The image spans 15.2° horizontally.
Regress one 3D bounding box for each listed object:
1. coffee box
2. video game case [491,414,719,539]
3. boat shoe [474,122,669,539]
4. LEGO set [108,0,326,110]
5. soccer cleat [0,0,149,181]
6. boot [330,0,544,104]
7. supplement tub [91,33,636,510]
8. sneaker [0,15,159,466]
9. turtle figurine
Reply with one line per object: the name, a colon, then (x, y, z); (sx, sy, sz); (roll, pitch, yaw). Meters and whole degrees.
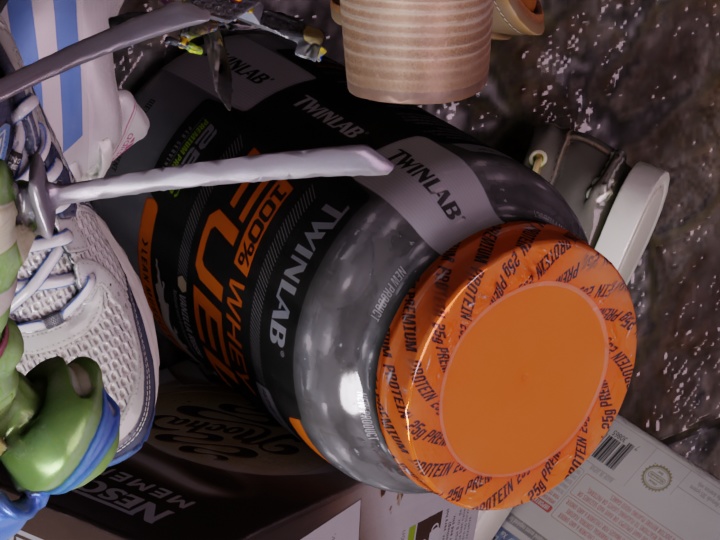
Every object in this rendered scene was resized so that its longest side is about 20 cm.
coffee box: (-0.052, 0.094, 0.968); (0.200, 0.112, 0.080); (-21, 125, -56)
video game case: (0.095, 0.159, 1.093); (0.182, 0.200, 0.036); (-49, 132, -8)
boat shoe: (0.057, 0.038, 1.103); (0.203, 0.060, 0.072); (-64, 168, 8)
LEGO set: (-0.087, -0.153, 0.856); (0.153, 0.201, 0.116); (5, 149, -24)
soccer cleat: (-0.123, -0.036, 0.923); (0.086, 0.070, 0.201); (26, 92, -24)
boot: (0.028, -0.149, 0.866); (0.073, 0.200, 0.156); (2, 106, 0)
supplement tub: (0.000, 0.000, 0.951); (0.122, 0.200, 0.123); (-15, 118, -30)
sneaker: (-0.124, -0.026, 0.842); (0.077, 0.085, 0.201); (-28, 93, -8)
turtle figurine: (-0.129, -0.031, 0.719); (0.193, 0.144, 0.200); (22, 123, -27)
